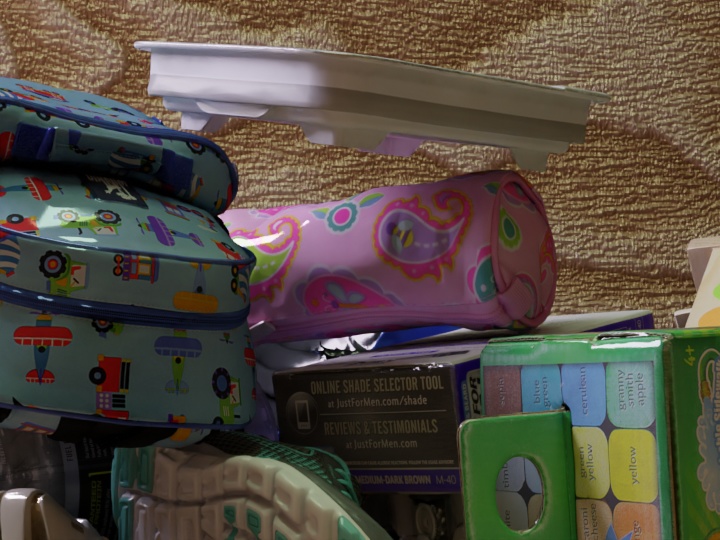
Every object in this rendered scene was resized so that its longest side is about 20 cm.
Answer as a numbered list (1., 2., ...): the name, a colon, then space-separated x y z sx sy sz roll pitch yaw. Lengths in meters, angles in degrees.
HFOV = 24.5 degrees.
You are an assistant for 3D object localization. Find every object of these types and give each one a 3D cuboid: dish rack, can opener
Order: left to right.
1. dish rack: 0.005 -0.079 0.809 0.199 0.044 0.171 3 6 -44
2. can opener: 0.020 0.130 0.828 0.066 0.053 0.199 -6 -1 -30

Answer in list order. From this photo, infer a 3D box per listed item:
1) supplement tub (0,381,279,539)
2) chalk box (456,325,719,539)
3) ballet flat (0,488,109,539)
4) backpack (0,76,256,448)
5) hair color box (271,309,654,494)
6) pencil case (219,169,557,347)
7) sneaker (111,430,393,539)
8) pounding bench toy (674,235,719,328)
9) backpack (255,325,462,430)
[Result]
1. supplement tub: -0.149 0.103 0.861 0.122 0.124 0.199 -4 -3 43
2. chalk box: 0.131 0.086 0.695 0.198 0.126 0.123 -2 -2 -33
3. ballet flat: -0.156 0.128 0.715 0.070 0.066 0.200 -1 -1 26
4. backpack: -0.130 -0.003 0.730 0.181 0.136 0.200 10 10 -28
5. hair color box: 0.060 0.064 0.840 0.109 0.066 0.199 -6 1 38
6. pencil case: 0.000 0.000 0.857 0.198 0.088 0.087 -7 -4 27
7. sneaker: -0.028 0.105 0.717 0.091 0.078 0.199 -7 15 -35
8. pounding bench toy: 0.274 0.098 1.045 0.123 0.201 0.156 -6 28 27
9. backpack: 0.013 0.074 1.024 0.167 0.163 0.200 37 -19 -16
